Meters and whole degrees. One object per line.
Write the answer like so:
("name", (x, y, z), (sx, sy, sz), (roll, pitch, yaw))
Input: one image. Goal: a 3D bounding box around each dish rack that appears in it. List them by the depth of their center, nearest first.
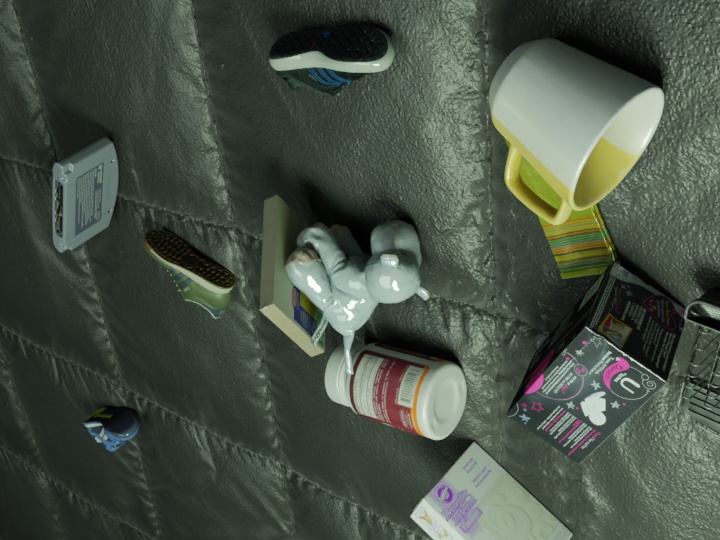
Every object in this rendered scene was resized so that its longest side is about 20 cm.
("dish rack", (0.435, 0.126, 1.128), (0.152, 0.054, 0.203), (25, 132, 31))

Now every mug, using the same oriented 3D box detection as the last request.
("mug", (0.210, -0.155, 1.074), (0.153, 0.149, 0.188), (41, 107, 25))

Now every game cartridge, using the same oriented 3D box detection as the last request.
("game cartridge", (-0.487, -0.138, 1.763), (0.041, 0.133, 0.202), (35, 135, 19))

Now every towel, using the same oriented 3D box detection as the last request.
("towel", (0.240, -0.084, 1.196), (0.085, 0.018, 0.202), (-13, 107, 46))

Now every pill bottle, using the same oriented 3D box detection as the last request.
("pill bottle", (0.049, 0.173, 1.483), (0.198, 0.114, 0.116), (12, 125, 39))

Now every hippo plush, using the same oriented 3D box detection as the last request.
("hippo plush", (0.000, 0.000, 1.364), (0.159, 0.202, 0.160), (36, 137, -30))

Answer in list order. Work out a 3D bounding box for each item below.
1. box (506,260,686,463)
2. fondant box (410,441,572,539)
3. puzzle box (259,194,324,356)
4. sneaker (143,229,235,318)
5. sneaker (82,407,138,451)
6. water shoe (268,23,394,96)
("box", (0.285, 0.114, 1.195), (0.114, 0.133, 0.201), (34, 137, 3))
("fondant box", (0.193, 0.374, 1.462), (0.199, 0.144, 0.059), (41, 139, 14))
("puzzle box", (-0.095, 0.006, 1.420), (0.025, 0.202, 0.133), (-21, 137, 22))
("sneaker", (-0.306, 0.013, 1.745), (0.198, 0.067, 0.091), (31, 130, 20))
("sneaker", (-0.542, 0.357, 2.212), (0.198, 0.074, 0.083), (-1, 119, 52))
("water shoe", (-0.028, -0.272, 1.299), (0.198, 0.072, 0.079), (12, 152, 37))
